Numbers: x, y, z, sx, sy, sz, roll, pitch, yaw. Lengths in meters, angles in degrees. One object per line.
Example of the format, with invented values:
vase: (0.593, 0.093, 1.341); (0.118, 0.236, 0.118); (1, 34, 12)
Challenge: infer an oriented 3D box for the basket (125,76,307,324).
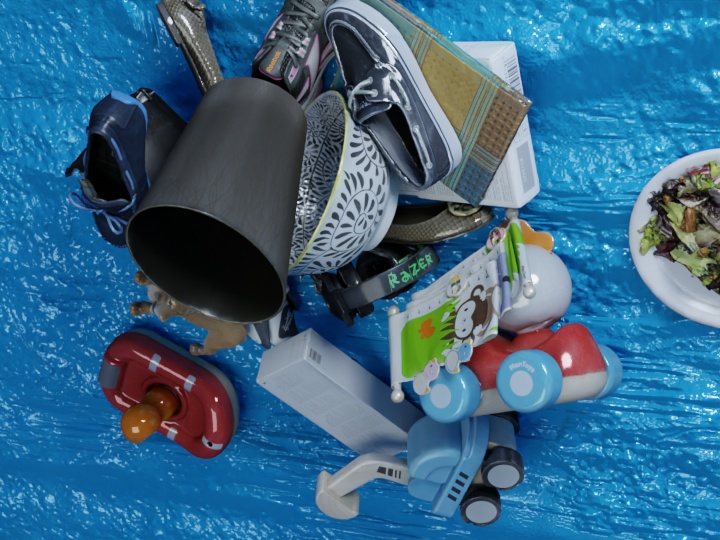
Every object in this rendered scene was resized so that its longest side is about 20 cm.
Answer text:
basket: (-0.125, -0.079, 1.150); (0.136, 0.200, 0.180); (-12, 137, 29)

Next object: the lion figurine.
lion figurine: (-0.179, 0.046, 1.320); (0.122, 0.073, 0.200); (0, 161, 34)

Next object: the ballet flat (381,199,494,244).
ballet flat: (0.048, -0.057, 1.266); (0.200, 0.067, 0.046); (-5, 109, 33)

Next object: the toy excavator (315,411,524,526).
toy excavator: (0.066, 0.226, 1.364); (0.200, 0.100, 0.195); (18, 125, -8)

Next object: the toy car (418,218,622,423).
toy car: (0.160, 0.048, 1.238); (0.177, 0.184, 0.200); (-13, 82, 35)

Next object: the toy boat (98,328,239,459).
toy boat: (-0.257, 0.174, 1.502); (0.200, 0.131, 0.131); (28, 127, 8)

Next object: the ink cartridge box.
ink cartridge box: (0.080, -0.152, 1.213); (0.200, 0.050, 0.161); (10, 125, 42)

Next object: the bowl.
bowl: (-0.021, -0.075, 1.211); (0.094, 0.201, 0.201); (17, 131, -22)

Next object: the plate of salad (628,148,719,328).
plate of salad: (0.360, -0.023, 1.146); (0.200, 0.048, 0.200); (12, 124, 19)

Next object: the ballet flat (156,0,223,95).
ballet flat: (-0.153, -0.207, 1.266); (0.046, 0.067, 0.200); (-30, 105, -8)

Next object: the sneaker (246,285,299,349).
sneaker: (-0.101, 0.027, 1.362); (0.130, 0.080, 0.199); (45, 140, -15)

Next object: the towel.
towel: (0.064, -0.171, 1.164); (0.200, 0.022, 0.147); (39, 139, 14)

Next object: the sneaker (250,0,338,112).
sneaker: (-0.063, -0.225, 1.192); (0.080, 0.086, 0.200); (30, 127, 14)

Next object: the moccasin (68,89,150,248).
moccasin: (-0.256, -0.091, 1.180); (0.080, 0.068, 0.200); (18, 139, 12)

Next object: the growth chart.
growth chart: (0.099, 0.039, 1.196); (0.200, 0.145, 0.018); (-39, 125, 23)

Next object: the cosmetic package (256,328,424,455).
cosmetic package: (-0.021, 0.150, 1.387); (0.083, 0.051, 0.200); (-29, 126, 33)

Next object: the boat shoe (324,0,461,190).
boat shoe: (0.020, -0.167, 1.138); (0.072, 0.068, 0.200); (-22, 103, 48)

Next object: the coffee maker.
coffee maker: (-0.203, -0.089, 1.284); (0.200, 0.192, 0.135); (40, 88, -15)

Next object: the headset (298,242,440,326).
headset: (0.000, 0.000, 1.292); (0.200, 0.123, 0.094); (-19, 100, 59)
